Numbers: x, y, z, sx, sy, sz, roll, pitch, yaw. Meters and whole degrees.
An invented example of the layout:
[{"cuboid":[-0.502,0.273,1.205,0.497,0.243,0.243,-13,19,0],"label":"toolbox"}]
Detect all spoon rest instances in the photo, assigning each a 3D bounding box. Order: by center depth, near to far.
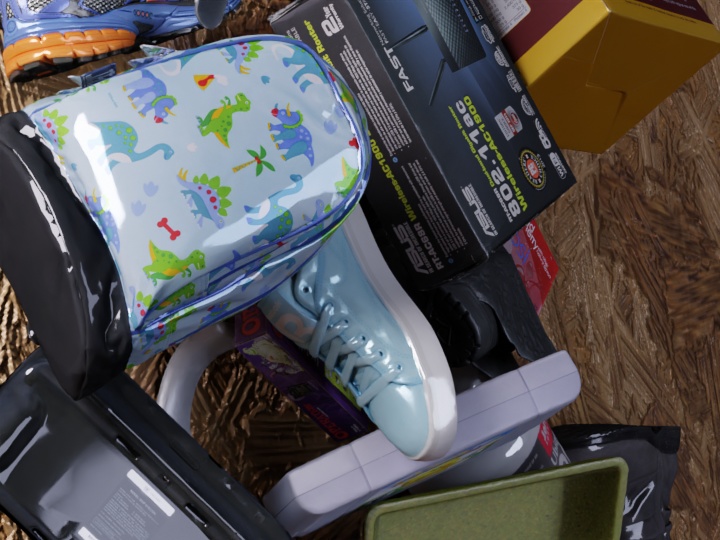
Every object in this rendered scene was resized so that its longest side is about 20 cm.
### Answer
[{"cuboid":[-0.089,0.134,1.125,0.099,0.060,0.201,19,63,-52],"label":"spoon rest"}]

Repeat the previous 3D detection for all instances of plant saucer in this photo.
[{"cuboid":[0.077,0.220,1.281,0.199,0.048,0.201,-8,115,-26],"label":"plant saucer"}]

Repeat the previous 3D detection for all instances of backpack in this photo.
[{"cuboid":[-0.090,-0.046,1.022,0.199,0.154,0.164,-16,73,-34],"label":"backpack"}]

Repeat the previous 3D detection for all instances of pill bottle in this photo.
[{"cuboid":[0.092,0.146,1.354,0.200,0.110,0.111,57,42,-33],"label":"pill bottle"}]

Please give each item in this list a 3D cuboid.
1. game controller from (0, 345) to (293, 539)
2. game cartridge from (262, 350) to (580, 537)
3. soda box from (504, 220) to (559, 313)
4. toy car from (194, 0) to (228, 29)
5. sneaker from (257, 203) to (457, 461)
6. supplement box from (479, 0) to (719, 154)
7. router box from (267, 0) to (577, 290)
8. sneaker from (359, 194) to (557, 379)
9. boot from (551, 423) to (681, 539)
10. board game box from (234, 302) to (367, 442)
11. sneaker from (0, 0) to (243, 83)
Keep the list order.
[{"cuboid":[-0.124,0.131,1.041,0.200,0.042,0.104,45,67,-9],"label":"game controller"},{"cuboid":[0.039,0.111,1.189,0.199,0.133,0.041,-23,77,-17],"label":"game cartridge"},{"cuboid":[0.076,-0.051,1.408,0.201,0.063,0.070,61,38,-29],"label":"soda box"},{"cuboid":[-0.096,-0.238,1.094,0.164,0.157,0.201,41,47,-34],"label":"toy car"},{"cuboid":[-0.019,0.030,1.101,0.082,0.074,0.201,-16,65,-33],"label":"sneaker"},{"cuboid":[0.129,-0.210,1.382,0.197,0.133,0.201,1,53,-56],"label":"supplement box"},{"cuboid":[0.044,-0.107,1.217,0.201,0.062,0.150,60,36,-6],"label":"router box"},{"cuboid":[0.058,-0.003,1.274,0.200,0.060,0.104,58,31,7],"label":"sneaker"},{"cuboid":[0.216,0.194,1.571,0.200,0.070,0.132,7,83,-51],"label":"boot"},{"cuboid":[-0.038,-0.003,1.211,0.120,0.032,0.201,52,26,-43],"label":"board game box"},{"cuboid":[-0.138,-0.169,1.109,0.200,0.075,0.079,-28,104,-56],"label":"sneaker"}]
